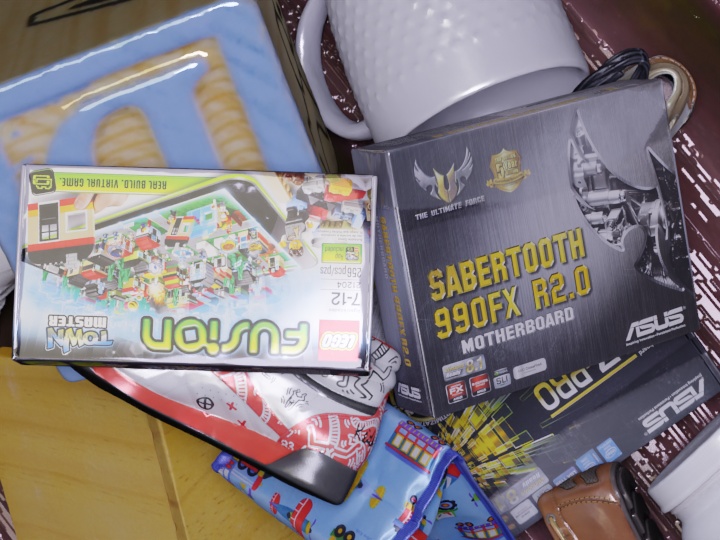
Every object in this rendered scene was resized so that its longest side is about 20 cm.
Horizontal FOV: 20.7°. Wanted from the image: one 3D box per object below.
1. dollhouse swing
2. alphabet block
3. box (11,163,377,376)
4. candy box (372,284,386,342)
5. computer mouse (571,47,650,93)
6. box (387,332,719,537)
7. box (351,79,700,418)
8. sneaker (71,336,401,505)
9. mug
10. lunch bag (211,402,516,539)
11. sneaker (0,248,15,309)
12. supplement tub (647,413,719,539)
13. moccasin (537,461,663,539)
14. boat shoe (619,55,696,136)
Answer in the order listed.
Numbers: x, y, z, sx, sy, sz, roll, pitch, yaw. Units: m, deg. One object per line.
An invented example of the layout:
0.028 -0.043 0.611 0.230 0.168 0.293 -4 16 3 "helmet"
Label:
-0.129 0.115 1.327 0.181 0.175 0.202 -25 112 -32 "dollhouse swing"
-0.126 -0.082 1.221 0.194 0.200 0.197 -18 113 3 "alphabet block"
-0.090 0.000 1.095 0.198 0.035 0.111 1 82 0 "box"
0.000 0.000 1.266 0.101 0.201 0.027 11 122 6 "candy box"
0.098 -0.088 1.263 0.199 0.059 0.034 -31 46 16 "computer mouse"
0.114 0.066 1.288 0.199 0.049 0.162 -35 112 7 "box"
0.102 -0.017 1.177 0.198 0.048 0.160 -15 102 -26 "box"
-0.076 0.045 1.141 0.200 0.067 0.109 26 80 6 "sneaker"
0.032 -0.165 1.299 0.199 0.147 0.177 -32 74 38 "mug"
0.029 0.151 1.233 0.150 0.200 0.095 30 84 39 "lunch bag"
-0.274 0.018 1.363 0.199 0.070 0.081 -25 99 33 "sneaker"
0.293 0.170 1.238 0.140 0.140 0.200 -44 83 6 "supplement tub"
0.179 0.226 1.284 0.077 0.074 0.202 -26 103 19 "moccasin"
0.139 -0.067 1.305 0.075 0.068 0.200 44 96 8 "boat shoe"
